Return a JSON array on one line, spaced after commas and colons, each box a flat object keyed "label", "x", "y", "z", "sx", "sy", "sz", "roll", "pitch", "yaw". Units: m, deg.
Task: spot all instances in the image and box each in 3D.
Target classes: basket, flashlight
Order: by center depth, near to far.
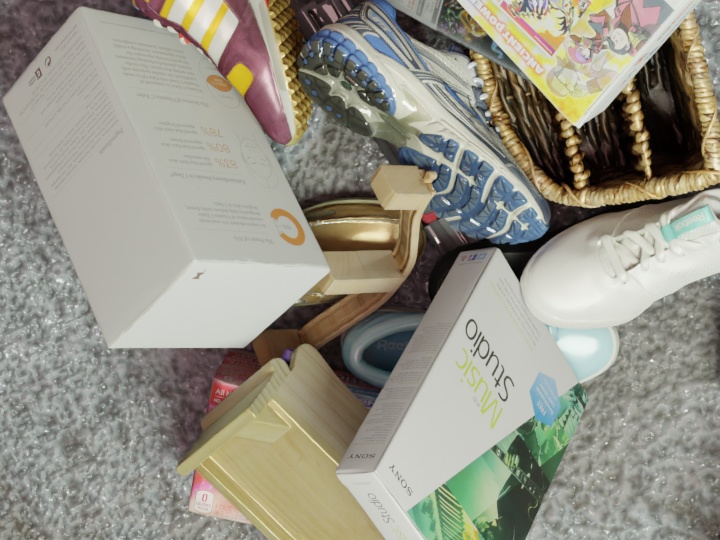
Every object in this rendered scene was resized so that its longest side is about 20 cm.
[{"label": "basket", "x": 0.144, "y": -0.144, "z": 1.076, "sx": 0.142, "sy": 0.149, "sz": 0.200, "roll": -13, "pitch": 101, "yaw": 5}, {"label": "flashlight", "x": 0.033, "y": -0.107, "z": 1.135, "sx": 0.068, "sy": 0.068, "sz": 0.200, "roll": -32, "pitch": 92, "yaw": 0}]

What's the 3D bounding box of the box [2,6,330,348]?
[{"label": "box", "x": -0.128, "y": -0.058, "z": 1.066, "sx": 0.097, "sy": 0.124, "sz": 0.200, "roll": -42, "pitch": 63, "yaw": 31}]

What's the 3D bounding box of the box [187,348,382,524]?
[{"label": "box", "x": -0.012, "y": 0.130, "z": 1.163, "sx": 0.200, "sy": 0.095, "sz": 0.103, "roll": 13, "pitch": 101, "yaw": 1}]

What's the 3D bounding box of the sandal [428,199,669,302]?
[{"label": "sandal", "x": 0.147, "y": 0.005, "z": 1.127, "sx": 0.200, "sy": 0.048, "sz": 0.075, "roll": -14, "pitch": 131, "yaw": -13}]

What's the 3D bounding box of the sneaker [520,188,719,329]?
[{"label": "sneaker", "x": 0.201, "y": -0.020, "z": 1.057, "sx": 0.200, "sy": 0.089, "sz": 0.075, "roll": -16, "pitch": 75, "yaw": -4}]

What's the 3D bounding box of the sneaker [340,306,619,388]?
[{"label": "sneaker", "x": 0.084, "y": 0.062, "z": 1.151, "sx": 0.200, "sy": 0.082, "sz": 0.074, "roll": -4, "pitch": 101, "yaw": 4}]

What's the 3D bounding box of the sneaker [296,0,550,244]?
[{"label": "sneaker", "x": 0.058, "y": -0.103, "z": 1.071, "sx": 0.200, "sy": 0.077, "sz": 0.085, "roll": 43, "pitch": 58, "yaw": -10}]

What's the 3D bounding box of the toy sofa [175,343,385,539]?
[{"label": "toy sofa", "x": -0.015, "y": 0.153, "z": 1.086, "sx": 0.200, "sy": 0.098, "sz": 0.083, "roll": 45, "pitch": 123, "yaw": -7}]

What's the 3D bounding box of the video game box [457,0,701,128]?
[{"label": "video game box", "x": 0.120, "y": -0.216, "z": 0.959, "sx": 0.200, "sy": 0.047, "sz": 0.182, "roll": 49, "pitch": 130, "yaw": 10}]

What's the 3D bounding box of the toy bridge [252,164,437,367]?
[{"label": "toy bridge", "x": 0.000, "y": 0.000, "z": 1.106, "sx": 0.200, "sy": 0.067, "sz": 0.027, "roll": -53, "pitch": 51, "yaw": 39}]

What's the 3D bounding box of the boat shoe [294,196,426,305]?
[{"label": "boat shoe", "x": -0.051, "y": -0.001, "z": 1.149, "sx": 0.200, "sy": 0.076, "sz": 0.072, "roll": -14, "pitch": 100, "yaw": 5}]

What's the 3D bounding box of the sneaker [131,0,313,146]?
[{"label": "sneaker", "x": -0.097, "y": -0.170, "z": 1.074, "sx": 0.090, "sy": 0.075, "sz": 0.200, "roll": -17, "pitch": 103, "yaw": 14}]

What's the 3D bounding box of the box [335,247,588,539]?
[{"label": "box", "x": 0.072, "y": 0.104, "z": 1.046, "sx": 0.036, "sy": 0.200, "sz": 0.144, "roll": -7, "pitch": 128, "yaw": 40}]

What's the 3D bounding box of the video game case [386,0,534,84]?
[{"label": "video game case", "x": 0.085, "y": -0.234, "z": 1.024, "sx": 0.182, "sy": 0.023, "sz": 0.200, "roll": 33, "pitch": 127, "yaw": 24}]
